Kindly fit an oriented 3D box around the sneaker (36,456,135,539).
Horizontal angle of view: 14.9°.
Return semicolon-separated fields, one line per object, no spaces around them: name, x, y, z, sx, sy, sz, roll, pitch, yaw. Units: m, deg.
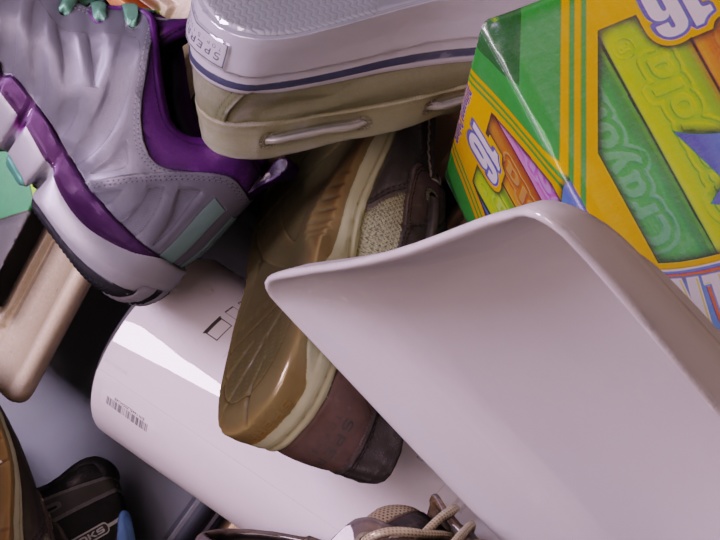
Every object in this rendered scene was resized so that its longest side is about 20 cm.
sneaker;-0.181;0.100;1.095;0.199;0.071;0.083;0;82;17

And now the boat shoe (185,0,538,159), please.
boat shoe;0.030;-0.088;0.968;0.200;0.062;0.072;-11;48;-20

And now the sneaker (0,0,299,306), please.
sneaker;-0.109;-0.087;0.994;0.088;0.074;0.200;-39;87;8

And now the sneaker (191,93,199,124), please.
sneaker;-0.114;-0.082;1.091;0.200;0.060;0.104;-20;79;23

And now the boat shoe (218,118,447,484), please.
boat shoe;0.001;0.000;0.992;0.066;0.201;0.072;37;128;-18

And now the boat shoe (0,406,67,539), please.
boat shoe;-0.140;0.120;1.014;0.073;0.065;0.200;-22;63;11

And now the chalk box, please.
chalk box;0.130;0.004;0.915;0.125;0.124;0.200;-24;71;-13

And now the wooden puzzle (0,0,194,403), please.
wooden puzzle;-0.159;-0.075;1.063;0.200;0.037;0.185;35;103;27

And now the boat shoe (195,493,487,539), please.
boat shoe;0.011;0.114;0.913;0.200;0.074;0.073;-5;92;36

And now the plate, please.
plate;0.080;0.055;0.838;0.200;0.200;0.032;46;68;-13

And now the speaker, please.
speaker;0.000;0.077;1.009;0.200;0.081;0.081;32;97;23
